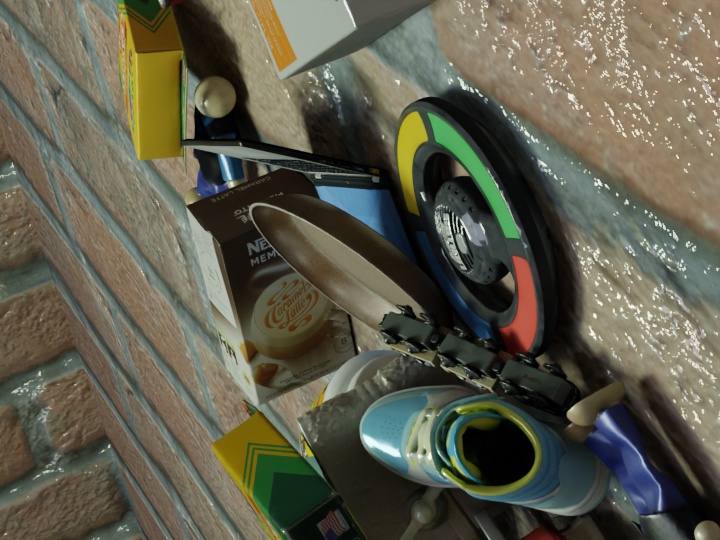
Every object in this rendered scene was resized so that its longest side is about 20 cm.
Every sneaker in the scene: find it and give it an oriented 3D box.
[{"bbox_3d":[0.062,0.114,1.137,0.200,0.130,0.080,7,81,33],"label":"sneaker"}]

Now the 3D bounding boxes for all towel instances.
[{"bbox_3d":[0.040,0.150,1.296,0.034,0.132,0.200,50,168,51],"label":"towel"}]

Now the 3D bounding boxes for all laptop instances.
[{"bbox_3d":[-0.045,-0.038,1.395,0.187,0.200,0.116,-170,91,-69],"label":"laptop"}]

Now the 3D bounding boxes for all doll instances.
[{"bbox_3d":[0.201,0.171,1.042,0.200,0.048,0.137,59,172,19],"label":"doll"},{"bbox_3d":[-0.146,-0.119,1.661,0.200,0.048,0.137,99,153,-51],"label":"doll"}]

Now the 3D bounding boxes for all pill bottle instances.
[{"bbox_3d":[0.012,0.136,1.453,0.109,0.109,0.200,63,162,11],"label":"pill bottle"}]

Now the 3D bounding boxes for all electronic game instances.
[{"bbox_3d":[0.078,-0.028,1.154,0.200,0.042,0.200,55,159,32],"label":"electronic game"}]

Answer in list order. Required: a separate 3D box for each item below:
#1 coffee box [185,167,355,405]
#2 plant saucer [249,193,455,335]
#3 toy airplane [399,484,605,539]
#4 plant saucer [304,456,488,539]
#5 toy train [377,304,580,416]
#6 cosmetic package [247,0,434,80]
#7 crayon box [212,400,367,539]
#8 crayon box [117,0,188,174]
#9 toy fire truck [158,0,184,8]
[{"bbox_3d":[-0.084,0.015,1.571,0.080,0.114,0.200,46,155,48],"label":"coffee box"},{"bbox_3d":[0.000,0.000,1.295,0.200,0.032,0.200,35,168,8],"label":"plant saucer"},{"bbox_3d":[0.106,0.241,1.239,0.200,0.141,0.199,35,152,45],"label":"toy airplane"},{"bbox_3d":[0.029,0.224,1.444,0.200,0.036,0.200,21,160,8],"label":"plant saucer"},{"bbox_3d":[0.082,0.064,1.166,0.046,0.034,0.200,39,168,-39],"label":"toy train"},{"bbox_3d":[-0.022,-0.208,1.163,0.102,0.071,0.200,67,162,-3],"label":"cosmetic package"},{"bbox_3d":[-0.046,0.192,1.268,0.127,0.051,0.200,60,169,-26],"label":"crayon box"},{"bbox_3d":[-0.210,-0.200,1.648,0.200,0.051,0.127,-112,21,-51],"label":"crayon box"},{"bbox_3d":[-0.177,-0.333,1.497,0.141,0.049,0.200,66,164,1],"label":"toy fire truck"}]
